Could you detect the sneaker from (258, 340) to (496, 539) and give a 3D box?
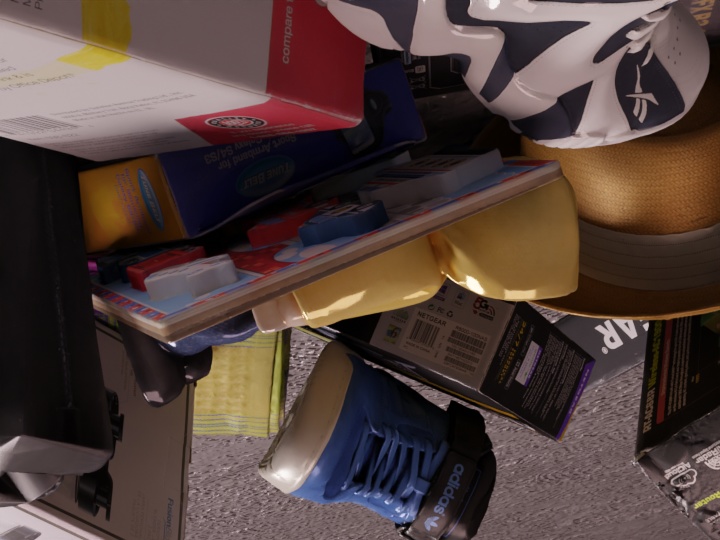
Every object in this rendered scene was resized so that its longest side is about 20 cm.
[{"bbox_3d":[0.017,0.093,0.989,0.111,0.077,0.200,29,180,4],"label":"sneaker"}]

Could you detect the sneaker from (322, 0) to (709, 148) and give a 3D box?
[{"bbox_3d":[0.092,-0.102,0.661,0.129,0.080,0.199,-13,153,40],"label":"sneaker"}]

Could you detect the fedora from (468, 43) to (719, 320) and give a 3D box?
[{"bbox_3d":[0.129,-0.062,0.883,0.200,0.201,0.082,-11,126,3],"label":"fedora"}]

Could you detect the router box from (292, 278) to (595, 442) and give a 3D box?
[{"bbox_3d":[0.008,0.019,1.030,0.199,0.052,0.157,22,175,23],"label":"router box"}]

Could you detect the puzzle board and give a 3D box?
[{"bbox_3d":[-0.027,-0.017,0.755,0.150,0.017,0.200,-23,-170,-14],"label":"puzzle board"}]

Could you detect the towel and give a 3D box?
[{"bbox_3d":[-0.127,0.033,0.959,0.199,0.023,0.144,2,143,-3],"label":"towel"}]

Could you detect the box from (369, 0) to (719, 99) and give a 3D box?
[{"bbox_3d":[0.077,-0.135,0.765,0.158,0.049,0.200,-10,163,0],"label":"box"}]

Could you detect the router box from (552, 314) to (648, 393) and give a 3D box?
[{"bbox_3d":[0.222,-0.005,1.160,0.149,0.051,0.200,-26,173,-37],"label":"router box"}]

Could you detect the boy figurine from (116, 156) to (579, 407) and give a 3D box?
[{"bbox_3d":[0.000,0.000,0.843,0.199,0.065,0.124,-15,-172,16],"label":"boy figurine"}]

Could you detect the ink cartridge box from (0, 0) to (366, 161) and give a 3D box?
[{"bbox_3d":[-0.115,-0.099,0.643,0.145,0.084,0.200,-2,170,43],"label":"ink cartridge box"}]

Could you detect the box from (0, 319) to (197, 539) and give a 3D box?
[{"bbox_3d":[-0.168,0.064,0.886,0.060,0.117,0.200,-31,133,34],"label":"box"}]

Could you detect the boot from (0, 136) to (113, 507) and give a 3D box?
[{"bbox_3d":[-0.152,-0.001,0.800,0.065,0.201,0.165,-2,161,-24],"label":"boot"}]

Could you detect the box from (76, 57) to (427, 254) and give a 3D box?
[{"bbox_3d":[-0.062,-0.045,0.830,0.119,0.042,0.200,-25,-172,-29],"label":"box"}]

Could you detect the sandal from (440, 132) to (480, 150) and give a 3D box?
[{"bbox_3d":[0.112,-0.054,1.008,0.199,0.080,0.087,-17,160,-8],"label":"sandal"}]

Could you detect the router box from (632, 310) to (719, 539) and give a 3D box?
[{"bbox_3d":[0.206,0.013,0.910,0.150,0.200,0.062,-35,109,29],"label":"router box"}]
